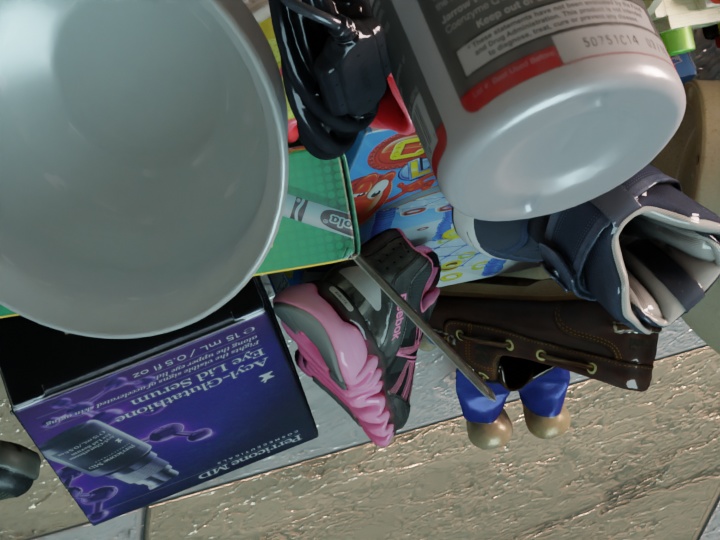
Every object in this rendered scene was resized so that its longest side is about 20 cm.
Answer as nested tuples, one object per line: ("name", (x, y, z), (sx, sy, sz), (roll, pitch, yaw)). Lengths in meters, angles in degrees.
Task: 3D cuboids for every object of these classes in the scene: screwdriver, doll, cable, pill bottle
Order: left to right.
("cable", (-0.036, -0.133, 1.262), (0.051, 0.164, 0.200), (-26, 163, 0))
("screwdriver", (0.000, 0.000, 1.527), (0.029, 0.200, 0.028), (-48, 165, 30))
("pill bottle", (0.055, -0.133, 1.287), (0.114, 0.200, 0.114), (-18, 155, -9))
("doll", (0.103, 0.043, 1.868), (0.136, 0.049, 0.200), (-11, 149, -2))

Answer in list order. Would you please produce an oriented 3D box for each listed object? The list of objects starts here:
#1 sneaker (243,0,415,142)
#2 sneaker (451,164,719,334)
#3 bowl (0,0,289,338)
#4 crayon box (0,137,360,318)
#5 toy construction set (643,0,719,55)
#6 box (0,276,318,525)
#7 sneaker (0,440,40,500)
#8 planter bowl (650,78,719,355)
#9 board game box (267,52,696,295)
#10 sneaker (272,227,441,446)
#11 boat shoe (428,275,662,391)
("sneaker", (0.025, -0.108, 1.448), (0.199, 0.091, 0.078), (-15, 153, -18))
("sneaker", (0.118, -0.017, 1.488), (0.077, 0.146, 0.202), (-49, 161, -6))
("bowl", (-0.113, -0.077, 1.335), (0.201, 0.201, 0.090), (-36, -172, 29))
("crayon box", (-0.104, -0.024, 1.454), (0.199, 0.058, 0.119), (-9, -173, -2))
("toy construction set", (0.196, -0.155, 1.487), (0.199, 0.093, 0.131), (5, 170, -32))
("box", (-0.118, 0.042, 1.621), (0.148, 0.105, 0.200), (-22, 155, 0))
("sneaker", (-0.262, 0.142, 1.615), (0.199, 0.115, 0.076), (-5, 160, 29))
("planter bowl", (0.224, -0.030, 1.545), (0.134, 0.201, 0.200), (9, 149, -8))
("board game box", (0.060, -0.062, 1.610), (0.199, 0.056, 0.196), (-12, 154, -21))
("sneaker", (0.013, 0.032, 1.622), (0.095, 0.079, 0.200), (-46, 166, -9))
("boat shoe", (0.089, 0.036, 1.712), (0.070, 0.071, 0.200), (-2, -176, -44))
